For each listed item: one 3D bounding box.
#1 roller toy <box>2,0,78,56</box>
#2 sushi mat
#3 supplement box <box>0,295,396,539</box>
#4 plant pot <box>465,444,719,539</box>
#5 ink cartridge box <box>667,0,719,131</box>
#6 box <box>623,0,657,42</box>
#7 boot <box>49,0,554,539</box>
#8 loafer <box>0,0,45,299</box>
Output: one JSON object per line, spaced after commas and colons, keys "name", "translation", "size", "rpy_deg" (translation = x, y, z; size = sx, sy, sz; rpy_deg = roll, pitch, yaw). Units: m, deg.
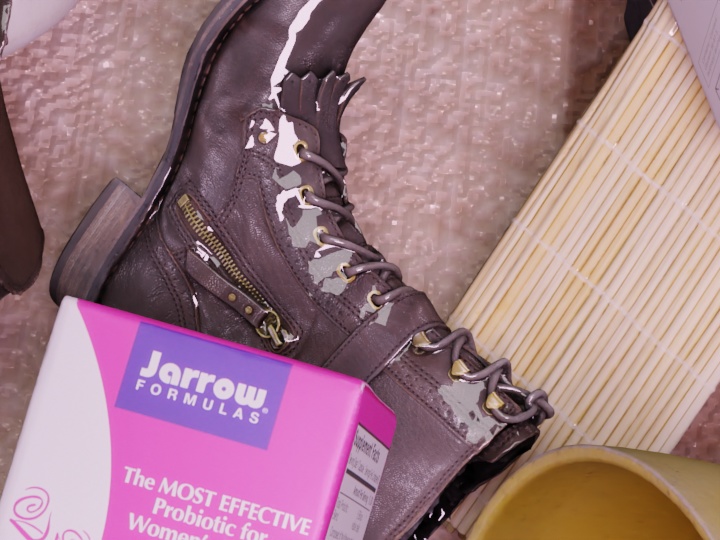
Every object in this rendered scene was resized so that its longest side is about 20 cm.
{"name": "roller toy", "translation": [-0.188, -0.151, 1.018], "size": [0.200, 0.140, 0.182], "rpy_deg": [14, 35, 21]}
{"name": "sushi mat", "translation": [0.084, 0.012, 0.957], "size": [0.096, 0.012, 0.200], "rpy_deg": [39, 106, 22]}
{"name": "supplement box", "translation": [-0.066, 0.121, 0.884], "size": [0.101, 0.103, 0.200], "rpy_deg": [15, 82, 8]}
{"name": "plant pot", "translation": [0.130, 0.152, 0.870], "size": [0.142, 0.200, 0.200], "rpy_deg": [1, 59, -28]}
{"name": "ink cartridge box", "translation": [0.148, -0.132, 0.948], "size": [0.109, 0.050, 0.200], "rpy_deg": [-7, 53, -13]}
{"name": "box", "translation": [0.208, -0.087, 1.023], "size": [0.200, 0.106, 0.122], "rpy_deg": [-11, 63, -5]}
{"name": "boot", "translation": [0.000, 0.000, 0.971], "size": [0.174, 0.069, 0.200], "rpy_deg": [41, 108, 22]}
{"name": "loafer", "translation": [-0.143, -0.024, 0.962], "size": [0.071, 0.200, 0.073], "rpy_deg": [-1, 34, -27]}
